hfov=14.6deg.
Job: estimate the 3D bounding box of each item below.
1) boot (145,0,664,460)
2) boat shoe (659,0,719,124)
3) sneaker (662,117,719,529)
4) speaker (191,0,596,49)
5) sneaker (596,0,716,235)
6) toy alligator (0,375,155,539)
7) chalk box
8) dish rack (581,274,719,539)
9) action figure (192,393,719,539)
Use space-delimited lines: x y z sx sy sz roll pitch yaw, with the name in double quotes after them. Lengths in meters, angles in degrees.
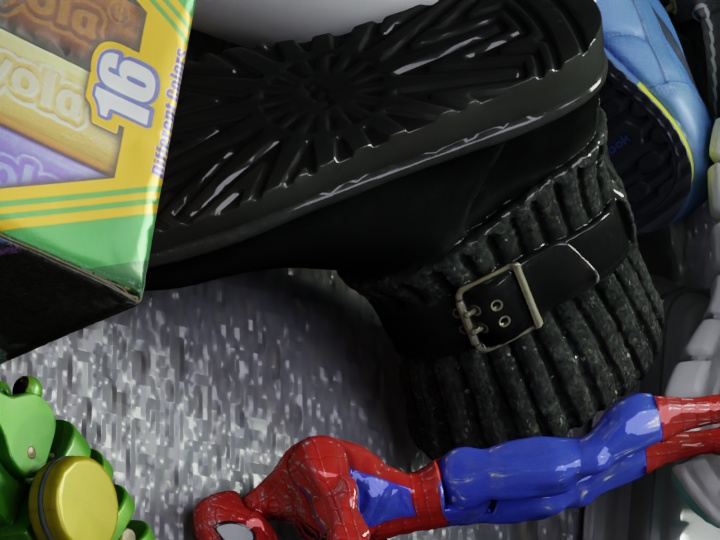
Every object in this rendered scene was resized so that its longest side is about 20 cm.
0.001 0.001 0.962 0.080 0.210 0.159 -111 -172 -49 "boot"
0.149 -0.126 1.145 0.072 0.060 0.203 46 42 -65 "boat shoe"
0.175 0.000 1.034 0.077 0.091 0.201 34 59 -43 "sneaker"
-0.018 -0.111 0.972 0.199 0.081 0.082 18 64 -27 "speaker"
0.073 -0.107 1.081 0.201 0.066 0.078 58 27 -4 "sneaker"
-0.103 0.061 0.851 0.201 0.059 0.054 60 38 -26 "toy alligator"
-0.165 -0.066 0.817 0.199 0.124 0.125 27 59 -32 "chalk box"
0.174 0.100 1.099 0.199 0.043 0.173 25 59 -33 "dish rack"
0.045 0.096 0.935 0.198 0.065 0.100 -5 66 -5 "action figure"
